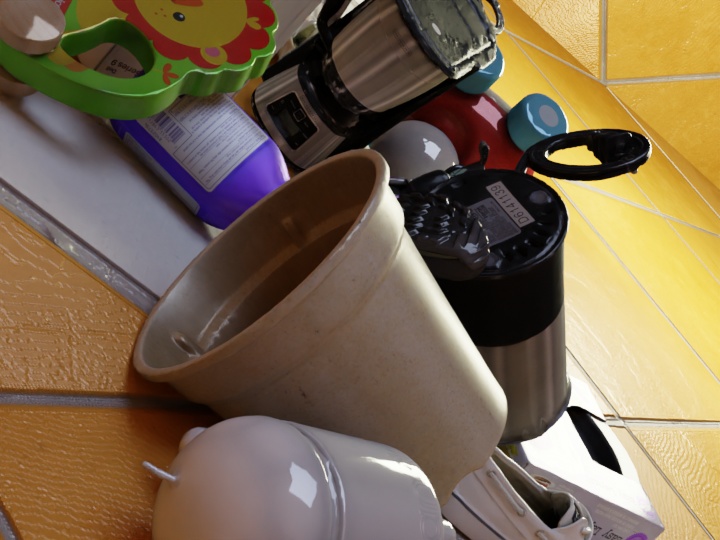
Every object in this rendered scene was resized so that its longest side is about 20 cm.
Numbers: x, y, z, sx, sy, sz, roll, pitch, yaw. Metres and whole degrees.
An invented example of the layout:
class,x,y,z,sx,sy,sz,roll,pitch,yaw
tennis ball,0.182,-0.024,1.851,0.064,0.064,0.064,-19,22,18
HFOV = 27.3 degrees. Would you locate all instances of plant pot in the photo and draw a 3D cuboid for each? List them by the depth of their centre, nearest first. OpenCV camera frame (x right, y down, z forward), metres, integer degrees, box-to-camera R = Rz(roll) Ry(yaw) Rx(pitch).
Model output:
class,x,y,z,sx,sy,sz,roll,pitch,yaw
plant pot,-0.011,0.059,0.939,0.184,0.200,0.201,50,17,-20

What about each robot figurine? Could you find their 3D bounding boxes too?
class,x,y,z,sx,sy,sz,roll,pitch,yaw
robot figurine,-0.033,0.142,0.802,0.169,0.114,0.199,35,10,39

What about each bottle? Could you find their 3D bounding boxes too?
class,x,y,z,sx,sy,sz,roll,pitch,yaw
bottle,-0.102,-0.077,1.146,0.200,0.084,0.065,45,-25,0

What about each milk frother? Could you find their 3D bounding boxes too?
class,x,y,z,sx,sy,sz,roll,pitch,yaw
milk frother,0.140,0.001,1.162,0.181,0.198,0.189,-103,-177,-46

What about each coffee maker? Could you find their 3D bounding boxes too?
class,x,y,z,sx,sy,sz,roll,pitch,yaw
coffee maker,0.021,-0.186,1.397,0.191,0.199,0.136,4,62,-53

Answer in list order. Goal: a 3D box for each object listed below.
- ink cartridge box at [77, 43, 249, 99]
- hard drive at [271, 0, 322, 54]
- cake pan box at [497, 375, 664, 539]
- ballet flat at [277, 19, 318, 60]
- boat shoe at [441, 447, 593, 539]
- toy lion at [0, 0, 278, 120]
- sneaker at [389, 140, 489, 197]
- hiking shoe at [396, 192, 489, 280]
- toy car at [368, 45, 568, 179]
class,x,y,z,sx,sy,sz,roll,pitch,yaw
ink cartridge box,-0.191,-0.233,1.275,0.146,0.084,0.201,19,33,-50
hard drive,-0.135,-0.290,1.428,0.199,0.132,0.025,30,24,-35
cake pan box,0.159,0.145,1.275,0.199,0.052,0.185,30,27,-36
ballet flat,-0.054,-0.227,1.565,0.069,0.069,0.200,37,21,-21
boat shoe,0.142,0.197,1.110,0.200,0.065,0.074,37,21,-22
toy lion,-0.159,-0.186,1.109,0.191,0.069,0.201,24,49,-9
sneaker,0.061,-0.075,1.378,0.199,0.140,0.078,32,23,-32
hiking shoe,0.013,0.002,1.053,0.076,0.199,0.101,-34,118,-43
toy car,0.077,-0.104,1.502,0.177,0.184,0.200,43,49,-7
